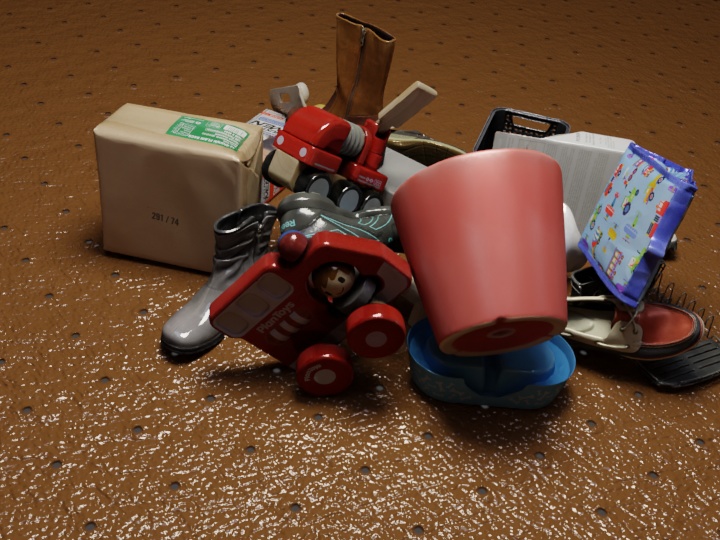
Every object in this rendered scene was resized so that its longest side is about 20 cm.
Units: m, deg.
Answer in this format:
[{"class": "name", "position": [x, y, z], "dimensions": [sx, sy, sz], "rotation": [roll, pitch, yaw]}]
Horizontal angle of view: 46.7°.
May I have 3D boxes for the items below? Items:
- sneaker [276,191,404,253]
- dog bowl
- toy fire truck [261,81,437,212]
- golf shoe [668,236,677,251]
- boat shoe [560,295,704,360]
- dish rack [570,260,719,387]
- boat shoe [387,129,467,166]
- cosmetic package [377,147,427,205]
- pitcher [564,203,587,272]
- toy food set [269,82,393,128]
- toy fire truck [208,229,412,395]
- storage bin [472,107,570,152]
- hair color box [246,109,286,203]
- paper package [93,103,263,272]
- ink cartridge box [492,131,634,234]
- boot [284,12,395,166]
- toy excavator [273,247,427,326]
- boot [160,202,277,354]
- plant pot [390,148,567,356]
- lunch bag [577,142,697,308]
[{"class": "sneaker", "position": [-0.008, -0.034, 1.006], "dimensions": [0.198, 0.075, 0.080], "rotation": [7, 58, -25]}, {"class": "dog bowl", "position": [0.150, 0.110, 0.985], "dimensions": [0.197, 0.050, 0.112], "rotation": [5, 36, -1]}, {"class": "toy fire truck", "position": [-0.007, -0.174, 1.104], "dimensions": [0.128, 0.202, 0.175], "rotation": [31, 11, 38]}, {"class": "golf shoe", "position": [0.428, -0.109, 1.289], "dimensions": [0.077, 0.095, 0.201], "rotation": [-5, 39, -17]}, {"class": "boat shoe", "position": [0.307, 0.063, 1.008], "dimensions": [0.198, 0.063, 0.072], "rotation": [3, 67, 30]}, {"class": "dish rack", "position": [0.379, 0.064, 1.078], "dimensions": [0.152, 0.055, 0.200], "rotation": [-13, 41, -23]}, {"class": "boat shoe", "position": [0.090, -0.200, 1.380], "dimensions": [0.197, 0.074, 0.065], "rotation": [13, 41, 10]}, {"class": "cosmetic package", "position": [0.044, -0.115, 1.249], "dimensions": [0.199, 0.091, 0.106], "rotation": [34, 44, 29]}, {"class": "pitcher", "position": [0.208, -0.043, 1.105], "dimensions": [0.199, 0.174, 0.120], "rotation": [-27, 15, -39]}, {"class": "toy food set", "position": [-0.040, -0.276, 1.395], "dimensions": [0.198, 0.061, 0.143], "rotation": [5, 5, -27]}, {"class": "toy fire truck", "position": [-0.050, 0.033, 0.923], "dimensions": [0.167, 0.200, 0.113], "rotation": [33, 32, -31]}, {"class": "storage bin", "position": [0.255, -0.173, 1.351], "dimensions": [0.133, 0.095, 0.201], "rotation": [15, 36, 12]}, {"class": "hair color box", "position": [-0.155, -0.181, 1.325], "dimensions": [0.110, 0.065, 0.200], "rotation": [20, 39, 17]}, {"class": "paper package", "position": [-0.237, -0.107, 1.102], "dimensions": [0.197, 0.192, 0.104], "rotation": [12, 37, 6]}, {"class": "ink cartridge box", "position": [0.286, -0.125, 1.229], "dimensions": [0.197, 0.164, 0.057], "rotation": [13, 34, 10]}, {"class": "boot", "position": [-0.036, -0.266, 1.202], "dimensions": [0.068, 0.202, 0.187], "rotation": [-29, 47, -35]}, {"class": "toy excavator", "position": [0.000, 0.000, 1.086], "dimensions": [0.197, 0.101, 0.195], "rotation": [0, 37, -23]}, {"class": "boot", "position": [-0.173, 0.002, 1.013], "dimensions": [0.069, 0.133, 0.200], "rotation": [21, 38, 19]}, {"class": "plant pot", "position": [0.141, -0.010, 0.923], "dimensions": [0.197, 0.201, 0.180], "rotation": [-3, 69, -12]}, {"class": "lunch bag", "position": [0.338, -0.053, 1.000], "dimensions": [0.093, 0.152, 0.200], "rotation": [24, 20, 4]}]
